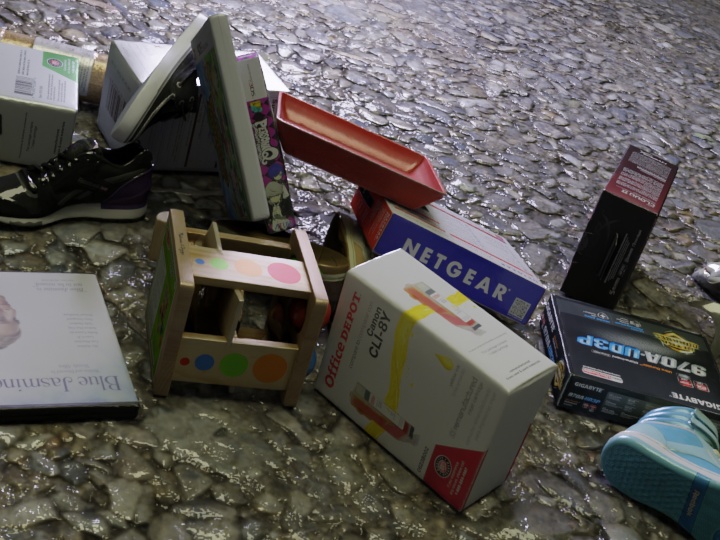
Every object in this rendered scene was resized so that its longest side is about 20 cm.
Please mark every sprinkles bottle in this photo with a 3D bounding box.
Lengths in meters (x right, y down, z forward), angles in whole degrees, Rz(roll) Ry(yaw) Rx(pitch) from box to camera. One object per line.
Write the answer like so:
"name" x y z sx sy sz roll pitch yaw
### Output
"sprinkles bottle" -0.364 -0.250 1.483 0.197 0.069 0.069 13 31 -12

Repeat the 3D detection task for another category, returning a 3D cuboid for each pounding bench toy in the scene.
"pounding bench toy" -0.120 0.016 1.142 0.154 0.126 0.201 7 32 -20

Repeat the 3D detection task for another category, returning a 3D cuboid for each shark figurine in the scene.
"shark figurine" 0.488 0.048 1.493 0.126 0.091 0.215 -9 15 19

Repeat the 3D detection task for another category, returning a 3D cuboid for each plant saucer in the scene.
"plant saucer" -0.009 -0.132 1.322 0.198 0.037 0.200 23 15 -9

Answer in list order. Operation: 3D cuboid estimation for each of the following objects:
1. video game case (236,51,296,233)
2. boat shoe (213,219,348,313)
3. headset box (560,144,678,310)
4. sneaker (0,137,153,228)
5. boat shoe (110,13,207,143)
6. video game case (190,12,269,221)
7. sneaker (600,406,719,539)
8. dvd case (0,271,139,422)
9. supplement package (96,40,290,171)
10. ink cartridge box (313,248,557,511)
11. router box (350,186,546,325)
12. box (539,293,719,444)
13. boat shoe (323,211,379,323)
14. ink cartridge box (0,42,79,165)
"video game case" -0.109 -0.148 1.307 0.035 0.184 0.200 -13 12 -2
"boat shoe" -0.094 -0.007 1.253 0.072 0.066 0.199 -1 17 -41
"headset box" 0.324 -0.050 1.477 0.074 0.150 0.200 25 30 11
"sneaker" -0.316 -0.105 1.258 0.198 0.089 0.076 -7 39 -37
"boat shoe" -0.205 -0.203 1.313 0.066 0.070 0.201 38 49 -14
"video game case" -0.138 -0.152 1.221 0.022 0.203 0.182 -14 6 -12
"sneaker" 0.348 0.201 1.159 0.199 0.080 0.130 33 34 21
"dvd case" -0.292 0.064 1.072 0.141 0.018 0.201 2 35 -28
"supplement package" -0.206 -0.199 1.443 0.197 0.119 0.117 -2 34 -32
"ink cartridge box" 0.063 0.098 1.096 0.199 0.147 0.083 37 36 28
"router box" 0.094 -0.029 1.329 0.198 0.049 0.180 26 14 -15
"box" 0.304 0.109 1.311 0.197 0.046 0.160 16 31 -8
"boat shoe" 0.000 0.000 1.284 0.065 0.075 0.201 17 30 -13
"ink cartridge box" -0.429 -0.199 1.349 0.197 0.084 0.147 10 32 -18
